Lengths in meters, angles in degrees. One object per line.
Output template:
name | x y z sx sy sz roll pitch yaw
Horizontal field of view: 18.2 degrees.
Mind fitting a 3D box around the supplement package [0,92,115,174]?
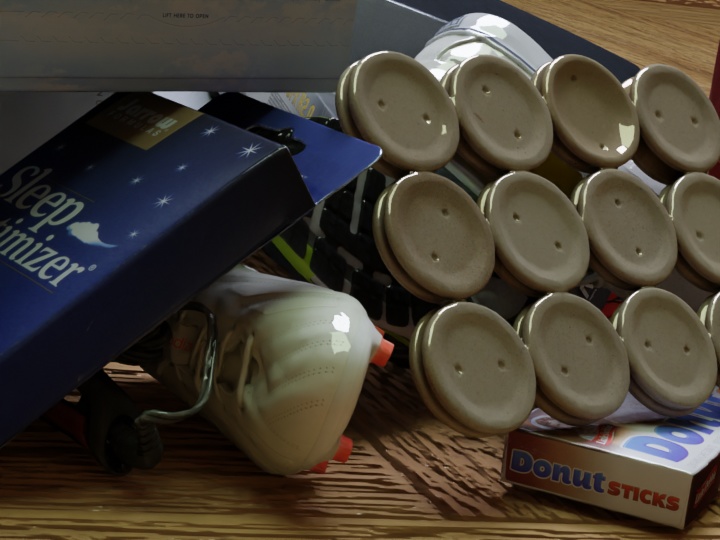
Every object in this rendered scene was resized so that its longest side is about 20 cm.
supplement package | -0.200 -0.047 0.967 0.199 0.118 0.117 4 12 -16

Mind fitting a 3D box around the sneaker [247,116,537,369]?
sneaker | 0.000 0.000 0.916 0.081 0.074 0.200 -1 -26 35

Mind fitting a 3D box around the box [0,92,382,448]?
box | -0.100 -0.008 0.790 0.200 0.032 0.121 -37 31 -19

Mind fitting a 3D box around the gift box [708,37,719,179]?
gift box | 0.262 -0.045 1.104 0.199 0.185 0.186 23 20 31

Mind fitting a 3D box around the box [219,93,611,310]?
box | 0.024 -0.060 1.067 0.158 0.049 0.200 18 18 -24

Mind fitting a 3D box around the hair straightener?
hair straightener | -0.110 0.017 0.819 0.041 0.077 0.200 30 -4 -35

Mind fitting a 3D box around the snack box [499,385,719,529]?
snack box | 0.120 0.061 0.894 0.072 0.024 0.200 14 13 20

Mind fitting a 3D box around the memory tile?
memory tile | 0.082 -0.013 0.856 0.199 0.154 0.017 -2 -22 -40

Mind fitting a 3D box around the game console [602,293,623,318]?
game console | 0.046 -0.022 1.116 0.176 0.031 0.200 32 20 22

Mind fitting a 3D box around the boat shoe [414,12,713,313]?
boat shoe | 0.096 -0.023 0.941 0.200 0.071 0.070 43 45 0

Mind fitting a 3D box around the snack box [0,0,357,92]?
snack box | -0.125 -0.114 0.878 0.168 0.068 0.200 -4 16 -40

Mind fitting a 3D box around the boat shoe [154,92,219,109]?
boat shoe | -0.101 -0.069 1.120 0.200 0.066 0.072 28 28 -51

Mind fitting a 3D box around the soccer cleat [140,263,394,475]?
soccer cleat | -0.048 0.028 0.825 0.077 0.070 0.200 24 0 -17

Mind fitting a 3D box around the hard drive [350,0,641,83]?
hard drive | 0.063 -0.099 1.080 0.199 0.042 0.135 20 17 -17
